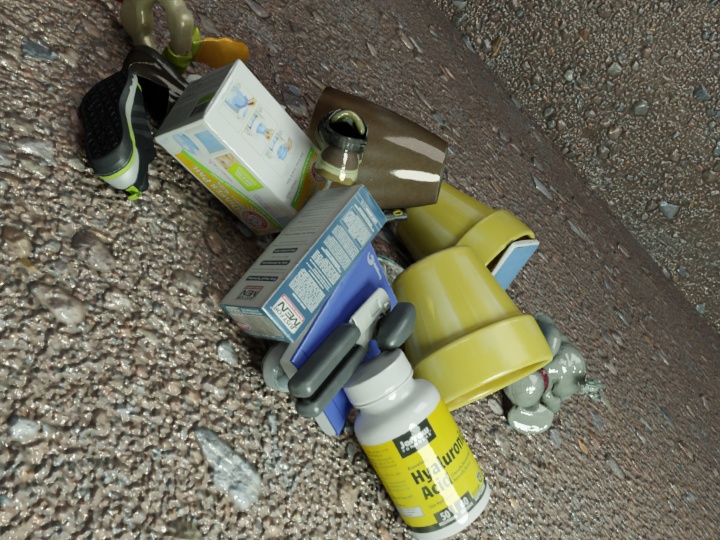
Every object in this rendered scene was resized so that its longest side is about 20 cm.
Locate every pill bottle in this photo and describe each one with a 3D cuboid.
[{"bbox_3d":[0.060,0.198,0.819,0.202,0.110,0.111,60,28,-7],"label":"pill bottle"}]

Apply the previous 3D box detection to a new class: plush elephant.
[{"bbox_3d":[0.294,0.180,1.195,0.152,0.168,0.200,-5,13,-15],"label":"plush elephant"}]

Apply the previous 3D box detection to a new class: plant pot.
[{"bbox_3d":[0.138,0.078,0.983,0.199,0.200,0.191,2,60,-54],"label":"plant pot"},{"bbox_3d":[0.172,-0.050,1.237,0.189,0.202,0.200,45,26,22],"label":"plant pot"},{"bbox_3d":[0.029,-0.166,1.073,0.197,0.189,0.188,13,31,7],"label":"plant pot"}]

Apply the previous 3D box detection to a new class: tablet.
[{"bbox_3d":[0.225,0.030,1.198,0.014,0.201,0.129,43,25,23],"label":"tablet"}]

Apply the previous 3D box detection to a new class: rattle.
[{"bbox_3d":[-0.277,-0.373,1.022,0.142,0.131,0.199,-33,56,-29],"label":"rattle"}]

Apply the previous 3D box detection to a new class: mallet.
[{"bbox_3d":[-0.028,-0.077,1.034,0.197,0.041,0.066,-15,55,-22],"label":"mallet"}]

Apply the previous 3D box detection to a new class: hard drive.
[{"bbox_3d":[-0.017,0.077,0.852,0.201,0.025,0.133,-60,137,-38],"label":"hard drive"}]

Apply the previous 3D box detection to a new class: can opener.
[{"bbox_3d":[-0.001,0.088,0.791,0.200,0.066,0.054,-46,127,-47],"label":"can opener"}]

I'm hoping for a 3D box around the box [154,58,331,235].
[{"bbox_3d":[-0.142,-0.148,0.903,0.200,0.111,0.102,45,55,-34],"label":"box"}]

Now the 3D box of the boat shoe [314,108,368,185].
[{"bbox_3d":[-0.019,-0.172,0.899,0.072,0.065,0.201,18,27,-14],"label":"boat shoe"}]

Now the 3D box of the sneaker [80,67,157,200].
[{"bbox_3d":[-0.288,-0.161,0.852,0.083,0.071,0.202,58,15,-48],"label":"sneaker"}]

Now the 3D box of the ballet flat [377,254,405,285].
[{"bbox_3d":[0.079,0.055,1.103,0.199,0.072,0.072,38,31,-21],"label":"ballet flat"}]

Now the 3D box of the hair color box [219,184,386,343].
[{"bbox_3d":[-0.065,-0.011,0.833,0.201,0.099,0.061,-52,120,-26],"label":"hair color box"}]

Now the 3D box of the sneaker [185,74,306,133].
[{"bbox_3d":[-0.168,-0.236,1.050,0.199,0.099,0.075,36,34,-22],"label":"sneaker"}]

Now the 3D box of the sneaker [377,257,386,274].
[{"bbox_3d":[0.000,0.000,1.028,0.074,0.087,0.202,19,40,-40],"label":"sneaker"}]

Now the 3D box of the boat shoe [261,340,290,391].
[{"bbox_3d":[-0.064,0.088,0.870,0.061,0.073,0.199,14,24,29],"label":"boat shoe"}]

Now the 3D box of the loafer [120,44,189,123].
[{"bbox_3d":[-0.247,-0.213,0.955,0.199,0.073,0.072,38,40,-12],"label":"loafer"}]
